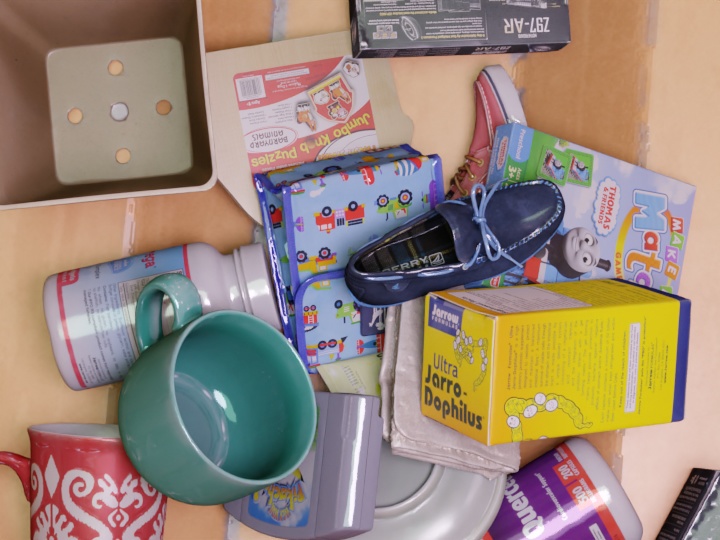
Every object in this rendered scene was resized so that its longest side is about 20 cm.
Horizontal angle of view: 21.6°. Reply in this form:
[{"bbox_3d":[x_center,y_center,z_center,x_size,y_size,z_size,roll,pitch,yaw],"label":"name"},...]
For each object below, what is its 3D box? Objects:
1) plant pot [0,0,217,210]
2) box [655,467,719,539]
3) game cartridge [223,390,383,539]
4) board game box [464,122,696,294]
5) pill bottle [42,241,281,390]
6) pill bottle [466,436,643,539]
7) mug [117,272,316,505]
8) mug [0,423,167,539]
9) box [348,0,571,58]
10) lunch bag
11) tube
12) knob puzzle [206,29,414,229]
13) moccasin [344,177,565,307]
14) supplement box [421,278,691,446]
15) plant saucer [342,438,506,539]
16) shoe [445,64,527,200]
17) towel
[{"bbox_3d":[-0.226,-0.152,1.681,0.200,0.177,0.200,-6,86,1],"label":"plant pot"},{"bbox_3d":[0.345,0.306,1.666,0.200,0.124,0.197,29,85,2],"label":"box"},{"bbox_3d":[-0.055,0.170,1.656,0.040,0.200,0.133,5,87,-36],"label":"game cartridge"},{"bbox_3d":[0.200,-0.031,1.691,0.200,0.037,0.151,17,78,-24],"label":"board game box"},{"bbox_3d":[-0.177,0.036,1.702,0.200,0.109,0.109,-13,86,-1],"label":"pill bottle"},{"bbox_3d":[0.143,0.241,1.679,0.200,0.112,0.112,-31,86,-2],"label":"pill bottle"},{"bbox_3d":[-0.131,0.109,1.615,0.152,0.114,0.185,17,59,-35],"label":"mug"},{"bbox_3d":[-0.253,0.240,1.692,0.177,0.133,0.200,2,90,31],"label":"mug"},{"bbox_3d":[0.088,-0.280,1.740,0.200,0.044,0.160,-4,86,-9],"label":"box"},{"bbox_3d":[0.000,0.000,1.706,0.151,0.094,0.200,-13,105,-17],"label":"lunch bag"},{"bbox_3d":[0.067,0.089,1.691,0.200,0.058,0.052,-13,92,-19],"label":"tube"},{"bbox_3d":[-0.047,-0.114,1.744,0.220,0.030,0.220,1,88,-16],"label":"knob puzzle"},{"bbox_3d":[0.083,-0.021,1.596,0.200,0.068,0.080,-28,69,-2],"label":"moccasin"},{"bbox_3d":[0.164,0.073,1.585,0.200,0.109,0.110,-4,102,-28],"label":"supplement box"},{"bbox_3d":[0.027,0.178,1.666,0.200,0.050,0.200,-10,53,13],"label":"plant saucer"},{"bbox_3d":[0.111,-0.084,1.725,0.091,0.071,0.200,-13,90,-6],"label":"shoe"},{"bbox_3d":[0.084,0.076,1.647,0.133,0.034,0.200,17,65,-23],"label":"towel"}]
